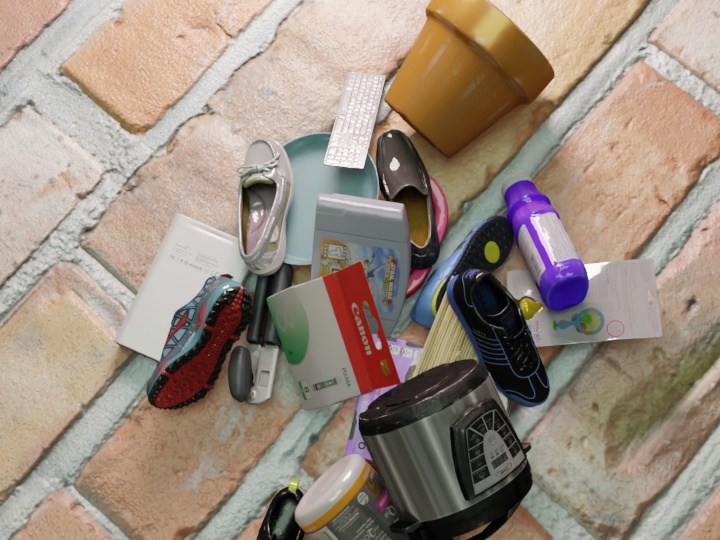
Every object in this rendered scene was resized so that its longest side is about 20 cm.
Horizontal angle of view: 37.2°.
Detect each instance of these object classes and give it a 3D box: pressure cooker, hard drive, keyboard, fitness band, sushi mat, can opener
[{"bbox_3d":[0.109,0.225,1.269,0.174,0.179,0.202,-23,94,14],"label":"pressure cooker"},{"bbox_3d":[-0.240,0.035,1.493,0.131,0.026,0.202,22,77,8],"label":"hard drive"},{"bbox_3d":[-0.007,-0.215,1.518,0.056,0.011,0.201,11,49,3],"label":"keyboard"},{"bbox_3d":[0.043,-0.052,1.499,0.142,0.037,0.202,21,77,8],"label":"fitness band"},{"bbox_3d":[0.125,0.113,1.379,0.095,0.012,0.202,24,76,-2],"label":"sushi mat"},{"bbox_3d":[-0.136,0.081,1.450,0.053,0.067,0.202,2,73,23],"label":"can opener"}]

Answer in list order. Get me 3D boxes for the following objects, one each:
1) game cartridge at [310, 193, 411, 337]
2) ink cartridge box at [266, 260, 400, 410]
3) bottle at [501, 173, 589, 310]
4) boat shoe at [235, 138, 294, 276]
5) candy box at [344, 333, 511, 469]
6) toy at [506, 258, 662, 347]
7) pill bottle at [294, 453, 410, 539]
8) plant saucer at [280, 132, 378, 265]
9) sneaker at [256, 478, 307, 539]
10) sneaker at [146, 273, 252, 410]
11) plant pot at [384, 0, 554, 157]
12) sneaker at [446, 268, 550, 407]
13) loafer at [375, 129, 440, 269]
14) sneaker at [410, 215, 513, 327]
[{"bbox_3d":[0.000,0.000,1.423,0.132,0.042,0.202,10,119,9],"label":"game cartridge"},{"bbox_3d":[-0.038,0.089,1.368,0.050,0.200,0.163,-17,87,-30],"label":"ink cartridge box"},{"bbox_3d":[0.245,-0.044,1.447,0.065,0.084,0.201,-17,52,-3],"label":"bottle"},{"bbox_3d":[-0.137,-0.096,1.472,0.074,0.065,0.204,-4,68,18],"label":"boat shoe"},{"bbox_3d":[0.093,0.190,1.411,0.198,0.072,0.170,12,75,5],"label":"candy box"},{"bbox_3d":[0.300,0.051,1.450,0.197,0.047,0.116,-4,63,9],"label":"toy"},{"bbox_3d":[0.021,0.336,1.332,0.116,0.116,0.200,-44,96,-10],"label":"pill bottle"},{"bbox_3d":[-0.065,-0.098,1.499,0.198,0.027,0.203,-7,67,17],"label":"plant saucer"},{"bbox_3d":[-0.113,0.365,1.365,0.071,0.083,0.202,10,75,6],"label":"sneaker"},{"bbox_3d":[-0.220,0.095,1.435,0.201,0.079,0.095,-53,37,3],"label":"sneaker"},{"bbox_3d":[0.136,-0.266,1.486,0.200,0.200,0.184,43,96,13],"label":"plant pot"},{"bbox_3d":[0.182,0.087,1.346,0.070,0.078,0.201,-37,95,-20],"label":"sneaker"},{"bbox_3d":[0.068,-0.106,1.460,0.072,0.072,0.202,-16,76,-4],"label":"loafer"},{"bbox_3d":[0.135,-0.002,1.468,0.066,0.078,0.200,50,61,-20],"label":"sneaker"}]
